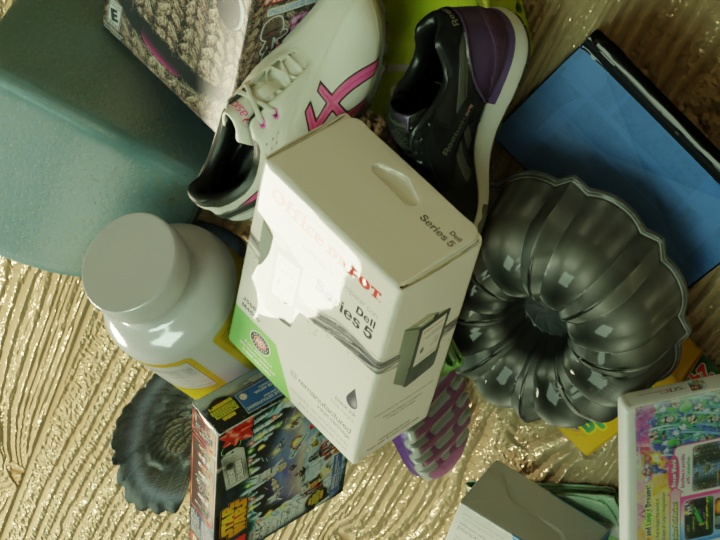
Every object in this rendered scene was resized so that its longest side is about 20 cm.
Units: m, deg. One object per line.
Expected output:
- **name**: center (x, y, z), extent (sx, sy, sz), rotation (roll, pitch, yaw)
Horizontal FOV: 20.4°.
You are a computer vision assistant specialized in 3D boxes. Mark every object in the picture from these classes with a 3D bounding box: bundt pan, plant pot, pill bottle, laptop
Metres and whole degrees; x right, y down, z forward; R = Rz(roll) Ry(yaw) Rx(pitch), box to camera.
- **bundt pan**: center (0.135, 0.032, 1.464), extent (0.201, 0.076, 0.203), rotation (18, 129, 24)
- **plant pot**: center (-0.202, -0.111, 1.591), extent (0.199, 0.197, 0.196), rotation (26, 135, -3)
- **pill bottle**: center (-0.129, 0.031, 1.545), extent (0.112, 0.113, 0.200), rotation (9, 162, 29)
- **laptop**: center (0.192, -0.062, 1.401), extent (0.187, 0.200, 0.116), rotation (44, 101, -2)

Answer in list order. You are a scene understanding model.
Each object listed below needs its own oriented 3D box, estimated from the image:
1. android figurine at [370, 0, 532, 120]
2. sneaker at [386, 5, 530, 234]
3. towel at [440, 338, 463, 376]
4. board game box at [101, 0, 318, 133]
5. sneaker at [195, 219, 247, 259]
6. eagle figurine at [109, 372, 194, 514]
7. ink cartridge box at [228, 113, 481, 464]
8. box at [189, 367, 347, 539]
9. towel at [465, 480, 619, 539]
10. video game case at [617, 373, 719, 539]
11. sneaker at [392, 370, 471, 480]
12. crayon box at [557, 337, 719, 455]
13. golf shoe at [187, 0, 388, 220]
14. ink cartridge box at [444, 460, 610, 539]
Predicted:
- **android figurine**: center (0.043, -0.178, 1.469), extent (0.181, 0.041, 0.201), rotation (4, 122, 32)
- **sneaker**: center (0.045, -0.090, 1.397), extent (0.076, 0.087, 0.201), rotation (31, 114, 43)
- **towel**: center (0.000, 0.000, 1.518), extent (0.201, 0.031, 0.149), rotation (61, 154, 3)
- **board game box**: center (-0.094, -0.227, 1.455), extent (0.159, 0.097, 0.201), rotation (43, 139, 28)
- **sneaker**: center (-0.187, -0.036, 1.696), extent (0.199, 0.075, 0.085), rotation (12, 147, 27)
- **eagle figurine**: center (-0.108, 0.119, 1.711), extent (0.152, 0.151, 0.200), rotation (41, 129, -14)
- **ink cartridge box**: center (-0.008, 0.014, 1.416), extent (0.145, 0.084, 0.201), rotation (43, 144, 24)
- **box**: center (-0.070, 0.142, 1.594), extent (0.040, 0.137, 0.200), rotation (48, 152, 28)
- **towel**: center (0.182, 0.267, 1.712), extent (0.152, 0.023, 0.201), rotation (-2, 120, 36)
- **video game case**: center (0.280, 0.158, 1.485), extent (0.181, 0.024, 0.201), rotation (-11, 124, -8)
- **sneaker**: center (0.023, 0.079, 1.652), extent (0.088, 0.080, 0.201), rotation (-4, 114, 44)
- **crayon box**: center (0.172, 0.057, 1.545), extent (0.200, 0.051, 0.127), rotation (43, 135, -1)
- **golf shoe**: center (-0.049, -0.116, 1.411), extent (0.073, 0.092, 0.201), rotation (42, 116, 27)
- **ink cartridge box**: center (0.121, 0.270, 1.696), extent (0.115, 0.068, 0.201), rotation (31, 134, 15)
